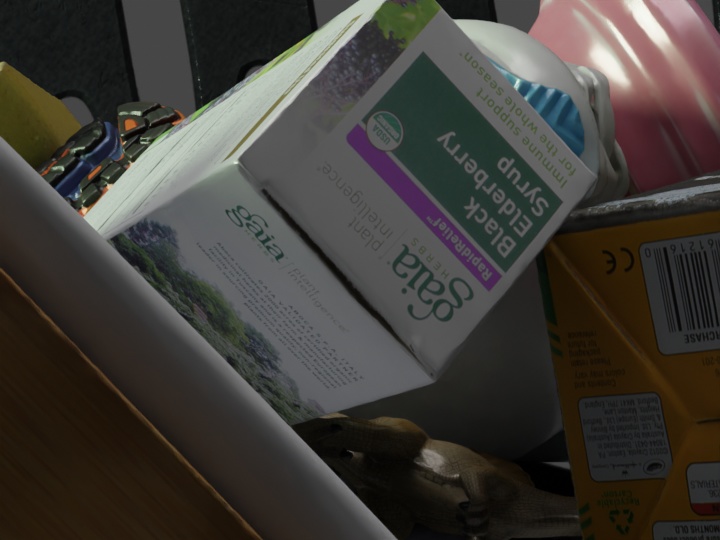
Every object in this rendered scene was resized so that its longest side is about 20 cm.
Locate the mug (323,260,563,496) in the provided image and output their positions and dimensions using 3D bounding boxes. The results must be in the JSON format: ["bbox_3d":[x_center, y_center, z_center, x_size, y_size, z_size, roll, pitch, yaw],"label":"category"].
[{"bbox_3d":[0.000,0.000,0.921,0.174,0.148,0.201,-5,44,11],"label":"mug"}]

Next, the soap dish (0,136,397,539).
[{"bbox_3d":[-0.074,0.044,0.593,0.081,0.200,0.157,-44,11,-6],"label":"soap dish"}]

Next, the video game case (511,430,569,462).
[{"bbox_3d":[0.109,0.053,1.013,0.199,0.022,0.182,-4,8,45],"label":"video game case"}]

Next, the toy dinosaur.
[{"bbox_3d":[0.012,0.068,0.772,0.199,0.058,0.101,19,18,22],"label":"toy dinosaur"}]

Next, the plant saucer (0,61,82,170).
[{"bbox_3d":[-0.151,0.026,0.910,0.048,0.201,0.200,24,-1,-1],"label":"plant saucer"}]

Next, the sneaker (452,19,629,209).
[{"bbox_3d":[0.049,-0.044,0.747,0.080,0.077,0.200,-11,1,-9],"label":"sneaker"}]

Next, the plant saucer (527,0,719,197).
[{"bbox_3d":[0.115,-0.028,0.867,0.051,0.201,0.201,-27,7,-4],"label":"plant saucer"}]

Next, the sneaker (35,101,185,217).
[{"bbox_3d":[-0.117,0.034,0.792,0.200,0.079,0.075,-43,26,-10],"label":"sneaker"}]

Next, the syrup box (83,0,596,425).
[{"bbox_3d":[-0.024,-0.008,0.677,0.081,0.079,0.200,-49,11,-26],"label":"syrup box"}]

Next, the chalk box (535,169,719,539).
[{"bbox_3d":[0.160,0.024,0.691,0.124,0.125,0.200,-7,5,37],"label":"chalk box"}]
